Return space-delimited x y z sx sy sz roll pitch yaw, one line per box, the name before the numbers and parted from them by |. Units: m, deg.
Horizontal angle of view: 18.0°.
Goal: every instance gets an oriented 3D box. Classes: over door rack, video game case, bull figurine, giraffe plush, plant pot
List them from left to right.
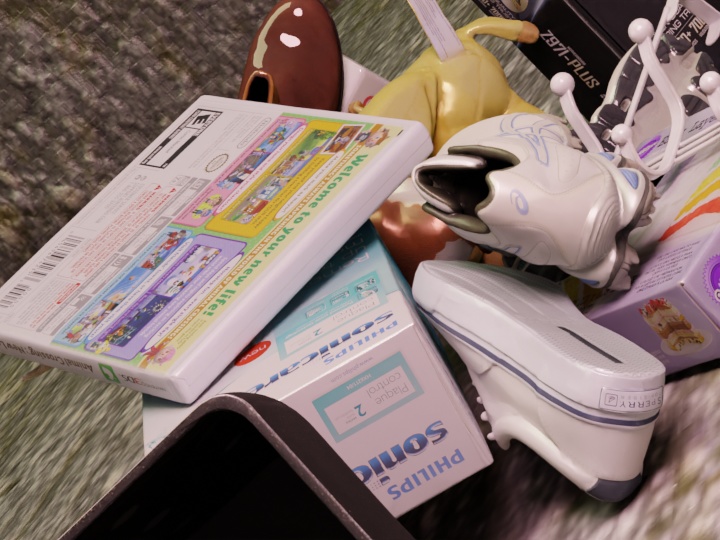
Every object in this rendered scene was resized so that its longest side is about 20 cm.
video game case | -0.085 -0.017 1.190 0.182 0.022 0.200 11 48 46
plant pot | -0.037 0.169 0.900 0.200 0.200 0.177 -43 -2 11
bull figurine | 0.000 0.000 1.311 0.065 0.121 0.200 3 -56 -57
giraffe plush | 0.036 -0.062 1.451 0.172 0.200 0.162 -8 -19 -29
over door rack | 0.177 -0.123 1.202 0.148 0.067 0.200 -30 18 50

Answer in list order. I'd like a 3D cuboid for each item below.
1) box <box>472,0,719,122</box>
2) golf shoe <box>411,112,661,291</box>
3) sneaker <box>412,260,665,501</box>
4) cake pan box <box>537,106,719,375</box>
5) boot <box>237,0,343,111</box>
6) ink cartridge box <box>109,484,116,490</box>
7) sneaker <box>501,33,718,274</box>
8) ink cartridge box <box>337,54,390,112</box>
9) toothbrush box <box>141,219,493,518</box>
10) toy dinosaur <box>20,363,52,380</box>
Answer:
box | 0.187 -0.211 1.484 0.200 0.164 0.086 -49 11 -24
golf shoe | 0.064 -0.047 1.133 0.200 0.097 0.078 21 96 67
sneaker | 0.074 0.048 1.078 0.200 0.073 0.071 -138 55 -63
cake pan box | 0.165 -0.017 1.160 0.184 0.052 0.200 -48 11 -28
boot | -0.062 -0.098 1.402 0.200 0.068 0.188 57 -128 -83
ink cartridge box | -0.064 0.161 1.213 0.176 0.084 0.200 -25 17 18
sneaker | 0.149 -0.051 1.339 0.200 0.077 0.080 -49 -10 -31
ink cartridge box | -0.034 -0.049 1.585 0.145 0.084 0.200 22 -83 -56
toothbrush box | -0.028 0.066 1.138 0.146 0.085 0.200 -29 18 4
toy dinosaur | -0.093 0.015 1.258 0.200 0.058 0.101 -26 -34 -3
